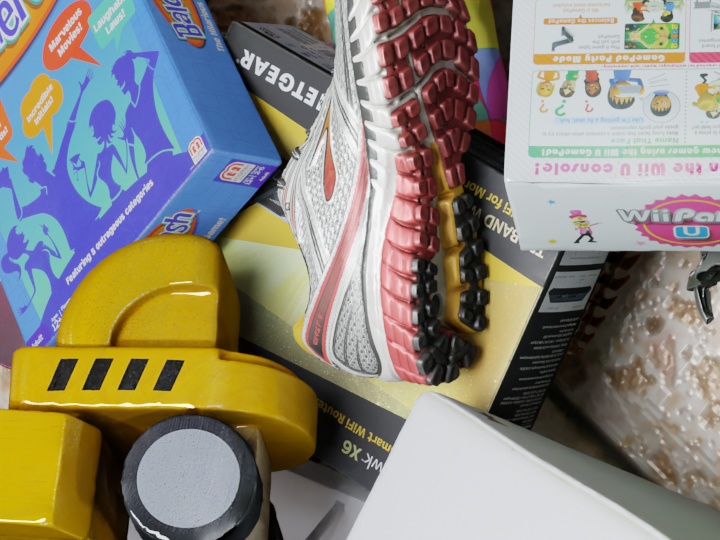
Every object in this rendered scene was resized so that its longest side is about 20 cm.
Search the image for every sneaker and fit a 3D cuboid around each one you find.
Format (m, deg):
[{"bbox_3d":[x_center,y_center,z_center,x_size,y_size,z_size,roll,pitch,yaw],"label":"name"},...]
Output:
[{"bbox_3d":[-0.001,-0.052,1.187,0.082,0.078,0.200,0,91,32],"label":"sneaker"}]

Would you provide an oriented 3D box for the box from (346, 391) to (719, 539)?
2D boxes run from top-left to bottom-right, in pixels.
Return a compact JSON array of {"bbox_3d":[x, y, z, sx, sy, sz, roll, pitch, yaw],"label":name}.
[{"bbox_3d":[0.108,0.182,1.168,0.200,0.199,0.171,30,94,52],"label":"box"}]

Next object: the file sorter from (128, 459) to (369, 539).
[{"bbox_3d":[-0.078,0.166,1.327,0.200,0.125,0.139,21,129,17],"label":"file sorter"}]

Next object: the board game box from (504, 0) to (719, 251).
[{"bbox_3d":[0.139,-0.109,1.175,0.147,0.064,0.200,1,62,9],"label":"board game box"}]

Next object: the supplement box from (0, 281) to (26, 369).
[{"bbox_3d":[-0.168,-0.058,1.448,0.110,0.086,0.200,18,101,30],"label":"supplement box"}]

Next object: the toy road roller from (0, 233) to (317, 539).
[{"bbox_3d":[-0.118,0.063,1.220,0.200,0.123,0.146,1,69,5],"label":"toy road roller"}]

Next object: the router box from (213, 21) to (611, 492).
[{"bbox_3d":[0.000,0.000,1.266,0.200,0.052,0.157,31,108,28],"label":"router box"}]

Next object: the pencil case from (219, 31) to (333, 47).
[{"bbox_3d":[-0.048,-0.015,1.376,0.083,0.087,0.200,6,96,14],"label":"pencil case"}]

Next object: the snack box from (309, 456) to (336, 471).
[{"bbox_3d":[-0.024,0.127,1.398,0.200,0.024,0.072,-27,80,30],"label":"snack box"}]

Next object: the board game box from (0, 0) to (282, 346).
[{"bbox_3d":[-0.128,-0.079,1.308,0.152,0.045,0.200,-48,52,31],"label":"board game box"}]

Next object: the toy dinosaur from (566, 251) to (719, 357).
[{"bbox_3d":[0.158,-0.042,1.258,0.136,0.102,0.200,52,134,39],"label":"toy dinosaur"}]

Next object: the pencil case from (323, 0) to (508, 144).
[{"bbox_3d":[0.036,-0.057,1.319,0.088,0.088,0.200,-15,86,31],"label":"pencil case"}]
